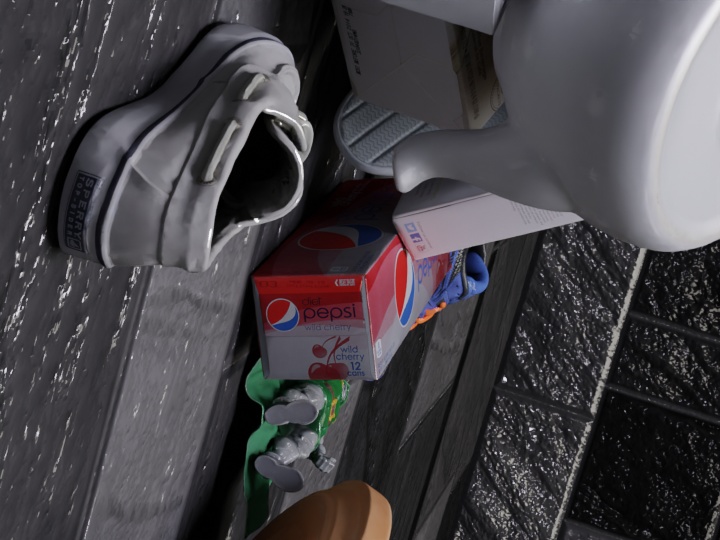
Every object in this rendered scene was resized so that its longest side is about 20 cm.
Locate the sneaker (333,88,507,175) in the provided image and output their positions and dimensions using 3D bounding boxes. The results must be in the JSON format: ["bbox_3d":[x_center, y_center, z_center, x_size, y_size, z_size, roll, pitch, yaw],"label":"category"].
[{"bbox_3d":[0.074,-0.108,1.007,0.199,0.073,0.071,-27,178,-11],"label":"sneaker"}]

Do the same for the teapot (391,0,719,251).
[{"bbox_3d":[0.135,-0.118,0.842,0.200,0.146,0.198,-15,129,-44],"label":"teapot"}]

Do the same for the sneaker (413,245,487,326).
[{"bbox_3d":[0.045,0.005,1.236,0.200,0.078,0.075,-63,177,35],"label":"sneaker"}]

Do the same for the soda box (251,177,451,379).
[{"bbox_3d":[0.000,0.000,1.050,0.200,0.070,0.064,-53,139,-66],"label":"soda box"}]

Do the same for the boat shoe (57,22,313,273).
[{"bbox_3d":[-0.051,-0.048,0.708,0.200,0.065,0.072,-48,153,-69],"label":"boat shoe"}]

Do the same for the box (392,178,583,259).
[{"bbox_3d":[0.126,-0.081,1.012,0.036,0.199,0.145,61,32,-28],"label":"box"}]

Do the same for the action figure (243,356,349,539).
[{"bbox_3d":[-0.034,0.088,1.121,0.200,0.054,0.119,-43,146,-80],"label":"action figure"}]

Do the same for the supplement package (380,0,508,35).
[{"bbox_3d":[0.043,-0.225,0.789,0.110,0.113,0.201,89,22,-62],"label":"supplement package"}]

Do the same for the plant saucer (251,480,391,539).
[{"bbox_3d":[-0.058,0.199,1.004,0.200,0.032,0.200,-49,-169,13],"label":"plant saucer"}]

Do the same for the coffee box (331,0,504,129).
[{"bbox_3d":[0.073,-0.182,0.932,0.200,0.080,0.115,-50,146,-29],"label":"coffee box"}]
